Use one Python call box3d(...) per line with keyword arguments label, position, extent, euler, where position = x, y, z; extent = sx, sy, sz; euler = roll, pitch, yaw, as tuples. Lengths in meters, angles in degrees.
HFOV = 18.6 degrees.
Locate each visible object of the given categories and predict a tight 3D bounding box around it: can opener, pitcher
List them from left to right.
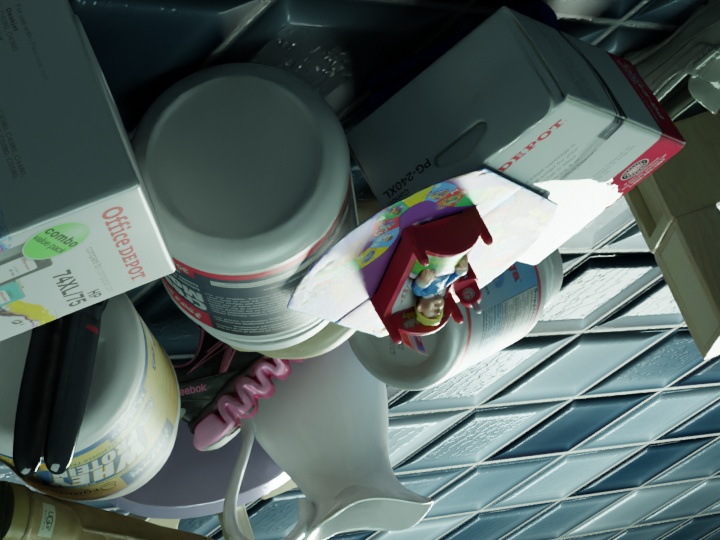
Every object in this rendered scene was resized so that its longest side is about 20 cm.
box3d(label="can opener", position=(-0.191, 0.040, 1.443), extent=(0.063, 0.201, 0.079), euler=(-20, 143, 39))
box3d(label="pitcher", position=(-0.052, 0.130, 1.801), extent=(0.171, 0.200, 0.121), euler=(-14, 159, -22))

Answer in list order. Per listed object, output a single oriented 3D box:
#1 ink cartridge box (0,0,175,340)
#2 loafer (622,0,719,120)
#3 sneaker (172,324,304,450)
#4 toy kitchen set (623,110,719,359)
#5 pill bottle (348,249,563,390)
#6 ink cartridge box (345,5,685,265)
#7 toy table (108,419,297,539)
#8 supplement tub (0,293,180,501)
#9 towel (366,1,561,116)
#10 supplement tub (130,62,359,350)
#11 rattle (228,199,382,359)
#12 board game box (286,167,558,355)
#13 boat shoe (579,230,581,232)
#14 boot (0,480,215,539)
box3d(label="ink cartridge box", position=(-0.227, -0.048, 1.227), extent=(0.200, 0.146, 0.147), euler=(-22, 161, -4))
box3d(label="loafer", position=(0.251, -0.147, 1.607), extent=(0.200, 0.070, 0.070), euler=(-32, 158, 25))
box3d(label="sneaker", position=(-0.084, 0.044, 1.732), extent=(0.200, 0.095, 0.079), euler=(-46, 171, -9))
box3d(label="toy kitchen set", position=(0.333, -0.037, 1.824), extent=(0.199, 0.181, 0.163), euler=(-19, 161, -12))
box3d(label="pill bottle", position=(0.081, 0.019, 1.757), extent=(0.109, 0.109, 0.200), euler=(-37, 173, 35))
box3d(label="ink cartridge box", position=(0.105, -0.085, 1.460), extent=(0.145, 0.084, 0.200), euler=(-38, 156, 21))
box3d(label="toy table", position=(-0.130, 0.176, 1.909), extent=(0.199, 0.184, 0.117), euler=(-10, 141, -11))
box3d(label="supplement tub", position=(-0.210, 0.086, 1.593), extent=(0.144, 0.145, 0.200), euler=(-23, 160, -1))
box3d(label="towel", position=(0.079, -0.114, 1.550), extent=(0.147, 0.050, 0.200), euler=(-30, 159, -1))
box3d(label="supplement tub", position=(-0.071, -0.036, 1.438), extent=(0.140, 0.141, 0.200), euler=(-21, 160, -5))
box3d(label="rattle", position=(0.000, 0.000, 1.604), extent=(0.200, 0.131, 0.143), euler=(-18, 153, 19))
box3d(label="board game box", position=(0.051, 0.005, 1.422), extent=(0.158, 0.039, 0.200), euler=(-36, 157, 17))
box3d(label="boat shoe", position=(0.091, -0.060, 1.690), extent=(0.200, 0.074, 0.067), euler=(-11, 130, -29))
box3d(label="boot", position=(-0.220, 0.205, 1.630), extent=(0.200, 0.066, 0.175), euler=(21, 165, -40))
